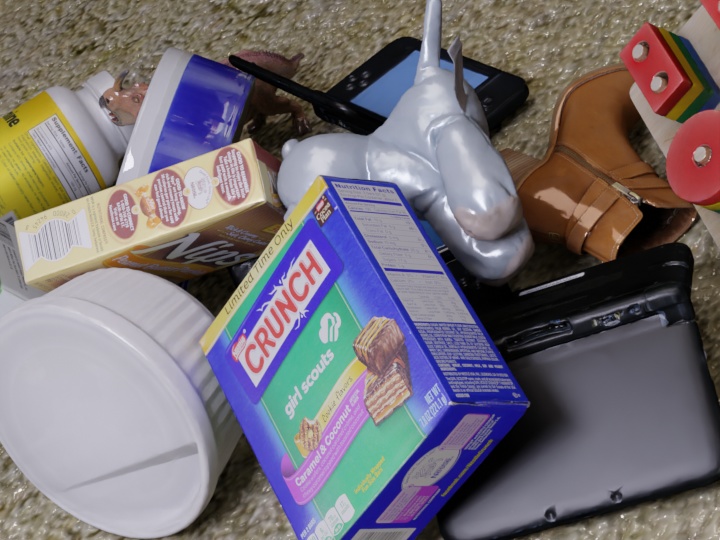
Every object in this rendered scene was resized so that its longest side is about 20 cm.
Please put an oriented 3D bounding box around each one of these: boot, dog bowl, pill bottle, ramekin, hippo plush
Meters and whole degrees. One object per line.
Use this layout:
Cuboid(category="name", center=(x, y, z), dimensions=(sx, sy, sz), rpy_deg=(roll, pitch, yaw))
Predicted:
Cuboid(category="boot", center=(0.202, -0.082, 1.353), dimensions=(0.200, 0.077, 0.155), rpy_deg=(-32, 41, -30))
Cuboid(category="dog bowl", center=(-0.155, -0.083, 1.471), dimensions=(0.078, 0.201, 0.200), rpy_deg=(18, 42, -3))
Cuboid(category="pill bottle", center=(-0.308, -0.106, 1.679), dimensions=(0.200, 0.113, 0.112), rpy_deg=(-34, 35, -10))
Cuboid(category="ramekin", center=(-0.173, 0.090, 1.276), dimensions=(0.202, 0.203, 0.094), rpy_deg=(-1, 29, 32))
Cuboid(category="hippo plush", center=(0.025, -0.055, 1.241), dimensions=(0.160, 0.200, 0.160), rpy_deg=(-21, 37, 3))

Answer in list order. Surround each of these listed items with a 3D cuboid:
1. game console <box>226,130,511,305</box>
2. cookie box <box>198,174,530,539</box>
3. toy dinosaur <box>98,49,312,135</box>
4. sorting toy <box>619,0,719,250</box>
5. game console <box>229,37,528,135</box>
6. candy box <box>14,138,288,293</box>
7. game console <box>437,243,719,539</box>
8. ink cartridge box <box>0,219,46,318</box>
Cuboid(category="game console", center=(0.000, 0.000, 1.338), dimensions=(0.199, 0.117, 0.176), rpy_deg=(-25, 34, 4))
Cuboid(category="cookie box", center=(-0.004, 0.066, 1.144), dimensions=(0.171, 0.075, 0.200), rpy_deg=(-53, 50, 30))
Cuboid(category="toy dinosaur", center=(-0.128, -0.165, 1.617), dimensions=(0.200, 0.136, 0.086), rpy_deg=(-37, 36, -15))
Cuboid(category="sorting toy", center=(0.281, -0.141, 1.249), dimensions=(0.200, 0.069, 0.199), rpy_deg=(-50, 42, 30))
Cuboid(category="game console", center=(0.016, -0.173, 1.537), dimensions=(0.176, 0.117, 0.200), rpy_deg=(-39, 37, -16))
Cuboid(category="candy box", center=(-0.146, -0.031, 1.316), dimensions=(0.199, 0.115, 0.056), rpy_deg=(-18, 74, 14))
Cuboid(category="game console", center=(0.143, 0.081, 1.184), dimensions=(0.199, 0.117, 0.176), rpy_deg=(-18, 12, 17))
Cuboid(category="ink cartridge box", center=(-0.277, 0.034, 1.396), dimensions=(0.083, 0.200, 0.147), rpy_deg=(-51, 33, 11))
